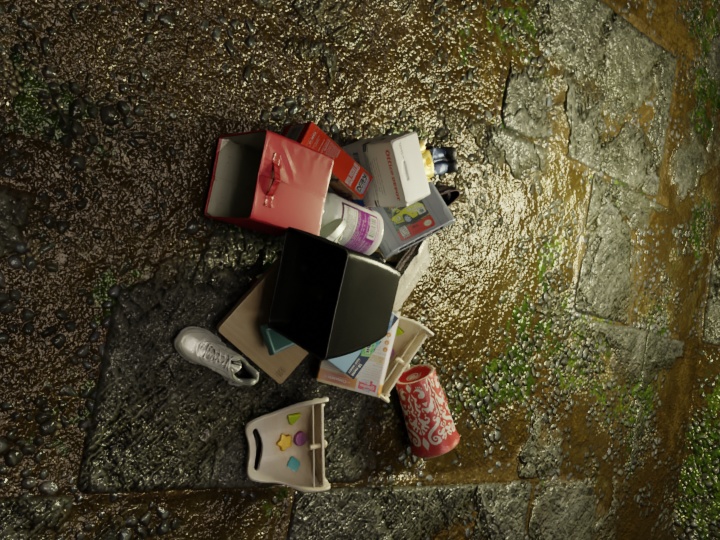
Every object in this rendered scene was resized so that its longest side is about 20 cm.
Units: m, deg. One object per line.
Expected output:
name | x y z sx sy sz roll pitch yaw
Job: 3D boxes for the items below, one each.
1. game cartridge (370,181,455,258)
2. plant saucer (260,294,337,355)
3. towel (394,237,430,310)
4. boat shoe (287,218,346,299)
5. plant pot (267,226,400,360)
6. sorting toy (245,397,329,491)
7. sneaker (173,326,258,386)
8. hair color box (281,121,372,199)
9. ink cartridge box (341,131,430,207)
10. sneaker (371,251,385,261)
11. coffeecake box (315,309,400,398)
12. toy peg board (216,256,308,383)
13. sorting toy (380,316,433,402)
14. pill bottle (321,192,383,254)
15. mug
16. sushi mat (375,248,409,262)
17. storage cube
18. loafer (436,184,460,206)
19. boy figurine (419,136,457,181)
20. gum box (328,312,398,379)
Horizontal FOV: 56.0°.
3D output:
game cartridge | 0.114 -0.130 1.632 0.198 0.041 0.134 -28 71 -11
plant saucer | -0.105 0.108 1.393 0.197 0.019 0.071 -23 112 -17
towel | 0.116 0.012 1.661 0.201 0.034 0.133 -54 156 -22
boat shoe | -0.089 -0.025 1.409 0.201 0.070 0.064 -51 118 -24
plant pot | -0.040 0.044 1.299 0.175 0.199 0.203 6 101 -42
sorting toy | -0.165 0.382 1.486 0.177 0.106 0.204 -2 93 -28
sneaker | -0.288 0.178 1.383 0.199 0.081 0.076 37 74 -33
hair color box | -0.080 -0.238 1.493 0.199 0.110 0.065 37 73 -34
ink cartridge box | 0.054 -0.227 1.543 0.084 0.199 0.148 -26 110 -33
sneaker | -0.001 0.000 1.594 0.198 0.076 0.113 24 86 -41
coffeecake box | -0.007 0.175 1.566 0.151 0.073 0.204 15 83 -4
toy peg board | -0.186 0.098 1.464 0.200 0.098 0.200 -48 120 -7
sorting toy | 0.044 0.179 1.642 0.179 0.107 0.201 39 82 -19
pill bottle | -0.051 -0.109 1.526 0.198 0.111 0.114 19 82 -38
mug | 0.163 0.350 1.750 0.131 0.178 0.203 -18 103 2
sushi mat | 0.085 -0.120 1.674 0.094 0.012 0.204 5 91 -13
storage cube | -0.183 -0.167 1.367 0.178 0.198 0.174 15 84 -44
loafer | 0.176 -0.161 1.730 0.199 0.063 0.073 -39 118 -27
boy figurine | 0.158 -0.273 1.710 0.198 0.064 0.127 -16 106 -40
gum box | -0.038 0.111 1.462 0.199 0.044 0.171 39 85 -29
